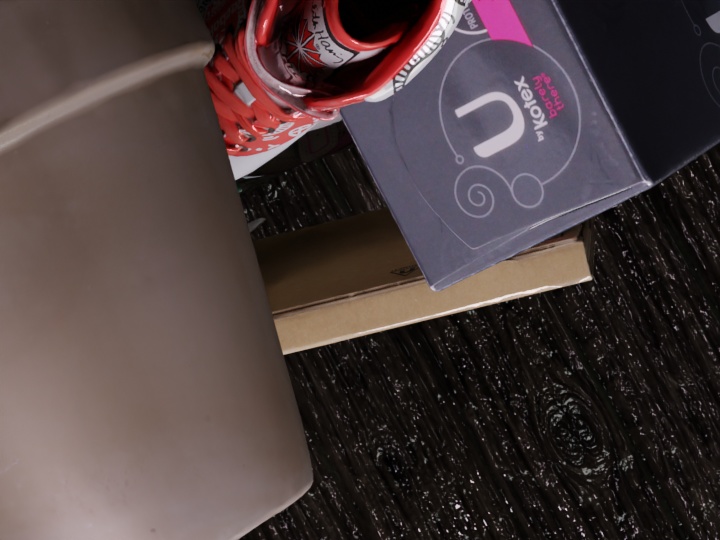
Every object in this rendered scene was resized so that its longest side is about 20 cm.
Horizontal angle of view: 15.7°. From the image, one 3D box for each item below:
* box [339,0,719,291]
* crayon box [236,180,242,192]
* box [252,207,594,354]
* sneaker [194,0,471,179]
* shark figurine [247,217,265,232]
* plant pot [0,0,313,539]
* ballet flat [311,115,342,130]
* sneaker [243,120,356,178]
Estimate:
[{"bbox_3d":[0.084,-0.090,0.997,0.106,0.122,0.200,-27,-177,35],"label":"box"},{"bbox_3d":[-0.183,-0.009,1.398,0.200,0.058,0.173,-29,-179,19],"label":"crayon box"},{"bbox_3d":[0.000,0.000,1.089,0.199,0.021,0.164,-14,-168,9],"label":"box"},{"bbox_3d":[-0.029,-0.075,0.869,0.201,0.067,0.108,-35,-170,30],"label":"sneaker"},{"bbox_3d":[-0.109,-0.033,1.120,0.128,0.090,0.215,-30,-169,10],"label":"shark figurine"},{"bbox_3d":[-0.105,0.019,0.810,0.200,0.174,0.200,-30,180,0],"label":"plant pot"},{"bbox_3d":[-0.084,-0.062,1.037,0.200,0.070,0.069,-26,180,-17],"label":"ballet flat"},{"bbox_3d":[-0.012,-0.084,1.133,0.200,0.082,0.088,-23,-179,26],"label":"sneaker"}]
